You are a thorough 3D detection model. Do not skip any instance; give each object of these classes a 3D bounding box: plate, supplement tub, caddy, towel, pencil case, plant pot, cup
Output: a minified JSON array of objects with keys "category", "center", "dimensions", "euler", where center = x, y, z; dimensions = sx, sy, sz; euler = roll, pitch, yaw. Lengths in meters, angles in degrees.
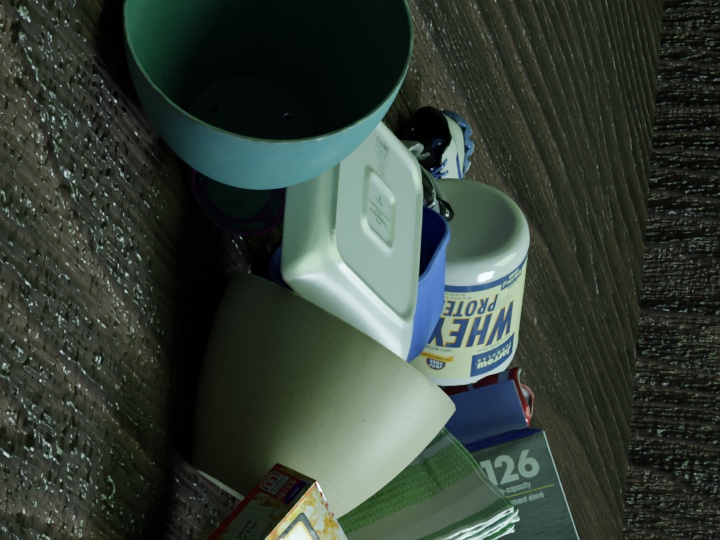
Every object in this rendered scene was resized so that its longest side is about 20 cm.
[{"category":"plate","center":[0.003,-0.045,1.524],"dimensions":[0.200,0.032,0.201],"euler":[43,44,-52]},{"category":"supplement tub","center":[0.088,0.026,1.945],"dimensions":[0.145,0.144,0.201],"euler":[-70,167,-48]},{"category":"caddy","center":[0.000,0.000,1.686],"dimensions":[0.200,0.140,0.106],"euler":[-60,152,-59]},{"category":"towel","center":[0.014,0.160,1.571],"dimensions":[0.200,0.148,0.031],"euler":[49,-30,40]},{"category":"pencil case","center":[-0.067,-0.117,1.534],"dimensions":[0.085,0.092,0.201],"euler":[-57,-172,44]},{"category":"plant pot","center":[-0.071,-0.135,1.391],"dimensions":[0.135,0.199,0.201],"euler":[105,-3,-57]},{"category":"cup","center":[-0.049,0.114,1.494],"dimensions":[0.144,0.199,0.200],"euler":[-58,156,-10]}]

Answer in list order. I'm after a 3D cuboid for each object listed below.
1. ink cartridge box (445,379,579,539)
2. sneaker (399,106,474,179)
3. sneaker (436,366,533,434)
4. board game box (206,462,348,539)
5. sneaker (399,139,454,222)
[{"category":"ink cartridge box","center":[0.071,0.201,1.603],"dimensions":[0.047,0.196,0.201],"euler":[120,-46,-70]},{"category":"sneaker","center":[0.070,-0.083,2.047],"dimensions":[0.115,0.080,0.201],"euler":[31,55,-66]},{"category":"sneaker","center":[0.086,0.125,1.765],"dimensions":[0.200,0.112,0.072],"euler":[-163,-118,-72]},{"category":"board game box","center":[-0.080,0.261,1.396],"dimensions":[0.200,0.046,0.152],"euler":[-46,131,-25]},{"category":"sneaker","center":[0.028,-0.029,1.818],"dimensions":[0.075,0.115,0.202],"euler":[23,69,-72]}]
